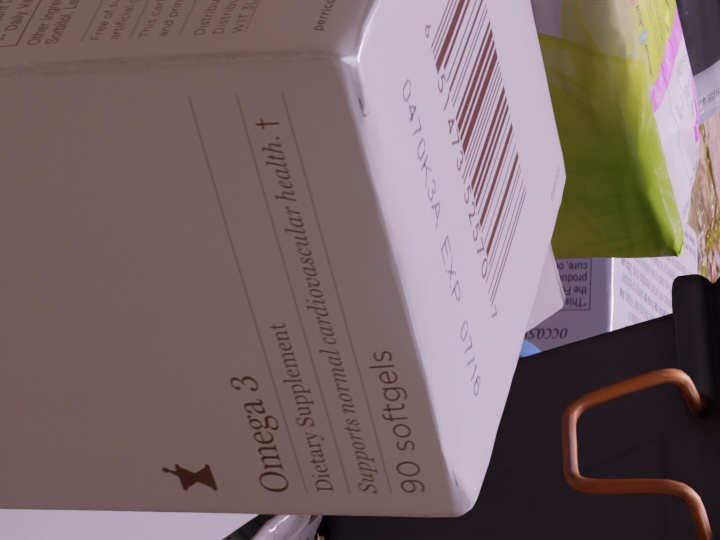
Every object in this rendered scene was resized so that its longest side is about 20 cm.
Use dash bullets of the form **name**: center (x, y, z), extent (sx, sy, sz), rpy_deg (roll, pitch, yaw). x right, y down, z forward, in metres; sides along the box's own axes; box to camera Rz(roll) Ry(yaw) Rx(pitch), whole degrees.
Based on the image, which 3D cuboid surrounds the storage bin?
- **storage bin**: center (0.060, 0.102, 0.755), extent (0.200, 0.134, 0.146), rpy_deg (-88, 160, -47)

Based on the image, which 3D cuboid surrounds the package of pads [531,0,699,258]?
- **package of pads**: center (0.037, -0.084, 0.953), extent (0.200, 0.154, 0.068), rpy_deg (68, 28, -47)

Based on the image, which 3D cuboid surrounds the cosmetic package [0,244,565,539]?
- **cosmetic package**: center (-0.055, 0.026, 0.628), extent (0.200, 0.083, 0.051), rpy_deg (-33, 131, -23)

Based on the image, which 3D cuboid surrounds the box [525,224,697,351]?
- **box**: center (0.078, 0.062, 1.142), extent (0.184, 0.105, 0.200), rpy_deg (31, 59, -68)

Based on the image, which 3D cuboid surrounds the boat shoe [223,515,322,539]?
- **boat shoe**: center (-0.075, 0.076, 0.685), extent (0.200, 0.071, 0.069), rpy_deg (-22, 148, -57)

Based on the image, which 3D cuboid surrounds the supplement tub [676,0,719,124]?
- **supplement tub**: center (0.103, -0.165, 1.201), extent (0.123, 0.122, 0.200), rpy_deg (-60, 145, -56)

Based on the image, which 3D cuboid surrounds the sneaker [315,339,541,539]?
- **sneaker**: center (0.016, 0.039, 0.914), extent (0.200, 0.066, 0.079), rpy_deg (136, -31, -66)

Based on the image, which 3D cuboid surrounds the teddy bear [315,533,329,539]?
- **teddy bear**: center (-0.029, 0.149, 0.877), extent (0.200, 0.067, 0.145), rpy_deg (-87, 179, -67)

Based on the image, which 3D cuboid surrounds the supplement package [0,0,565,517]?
- **supplement package**: center (-0.070, -0.028, 0.562), extent (0.117, 0.200, 0.117), rpy_deg (-70, 152, -47)
